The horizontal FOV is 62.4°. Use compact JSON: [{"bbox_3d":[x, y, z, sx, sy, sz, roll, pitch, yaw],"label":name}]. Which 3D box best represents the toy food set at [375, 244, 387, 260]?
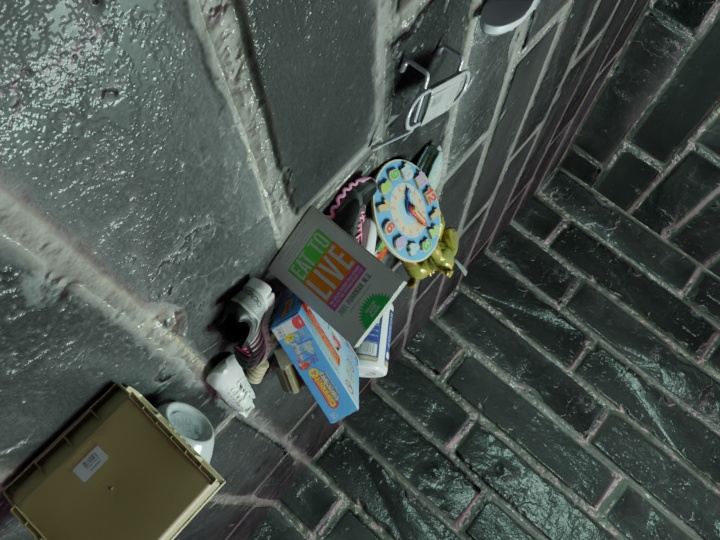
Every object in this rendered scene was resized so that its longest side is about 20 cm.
[{"bbox_3d":[-0.001,-0.013,1.346,0.200,0.048,0.198,-48,165,-13],"label":"toy food set"}]

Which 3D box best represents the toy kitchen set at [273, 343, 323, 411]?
[{"bbox_3d":[-0.125,0.227,1.255,0.161,0.203,0.181,-18,-170,13],"label":"toy kitchen set"}]

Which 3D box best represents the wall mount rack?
[{"bbox_3d":[0.098,-0.276,0.992,0.200,0.074,0.175,-38,156,-42],"label":"wall mount rack"}]

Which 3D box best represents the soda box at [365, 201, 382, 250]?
[{"bbox_3d":[-0.014,-0.046,1.183,0.201,0.070,0.063,-51,162,-4],"label":"soda box"}]

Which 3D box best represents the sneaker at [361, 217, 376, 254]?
[{"bbox_3d":[0.000,0.000,1.123,0.088,0.075,0.203,3,107,-45],"label":"sneaker"}]

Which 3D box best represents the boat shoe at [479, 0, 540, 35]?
[{"bbox_3d":[0.274,-0.468,1.072,0.201,0.070,0.070,-52,165,-27],"label":"boat shoe"}]

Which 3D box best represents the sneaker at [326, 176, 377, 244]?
[{"bbox_3d":[-0.023,-0.072,1.054,0.201,0.095,0.079,-52,164,-4],"label":"sneaker"}]

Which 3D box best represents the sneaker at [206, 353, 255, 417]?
[{"bbox_3d":[-0.236,0.221,1.130,0.070,0.080,0.201,-43,162,-20],"label":"sneaker"}]

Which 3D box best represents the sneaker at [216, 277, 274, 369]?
[{"bbox_3d":[-0.197,0.104,0.987,0.087,0.073,0.202,-38,155,-42],"label":"sneaker"}]

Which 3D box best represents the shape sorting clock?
[{"bbox_3d":[0.094,-0.117,1.156,0.039,0.202,0.199,-13,-165,41],"label":"shape sorting clock"}]

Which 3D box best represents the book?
[{"bbox_3d":[-0.040,0.010,0.981,0.134,0.199,0.048,-52,166,4],"label":"book"}]

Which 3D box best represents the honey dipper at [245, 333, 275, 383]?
[{"bbox_3d":[-0.180,0.145,1.205,0.201,0.038,0.038,-60,163,24],"label":"honey dipper"}]

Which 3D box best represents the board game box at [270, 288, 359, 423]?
[{"bbox_3d":[-0.073,0.133,1.058,0.055,0.202,0.196,-28,-166,8],"label":"board game box"}]

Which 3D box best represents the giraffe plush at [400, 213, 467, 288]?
[{"bbox_3d":[0.182,-0.042,1.671,0.161,0.202,0.172,-25,-172,39],"label":"giraffe plush"}]

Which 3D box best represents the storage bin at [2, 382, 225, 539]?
[{"bbox_3d":[-0.325,0.293,0.800,0.200,0.198,0.094,-45,173,-20],"label":"storage bin"}]

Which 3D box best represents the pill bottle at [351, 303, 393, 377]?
[{"bbox_3d":[0.012,0.115,1.254,0.111,0.109,0.203,85,11,-70],"label":"pill bottle"}]

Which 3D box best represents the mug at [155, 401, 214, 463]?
[{"bbox_3d":[-0.319,0.294,0.960,0.176,0.147,0.200,-52,-162,10],"label":"mug"}]

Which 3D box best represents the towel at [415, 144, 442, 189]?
[{"bbox_3d":[0.125,-0.157,1.311,0.202,0.048,0.172,-63,168,-16],"label":"towel"}]
